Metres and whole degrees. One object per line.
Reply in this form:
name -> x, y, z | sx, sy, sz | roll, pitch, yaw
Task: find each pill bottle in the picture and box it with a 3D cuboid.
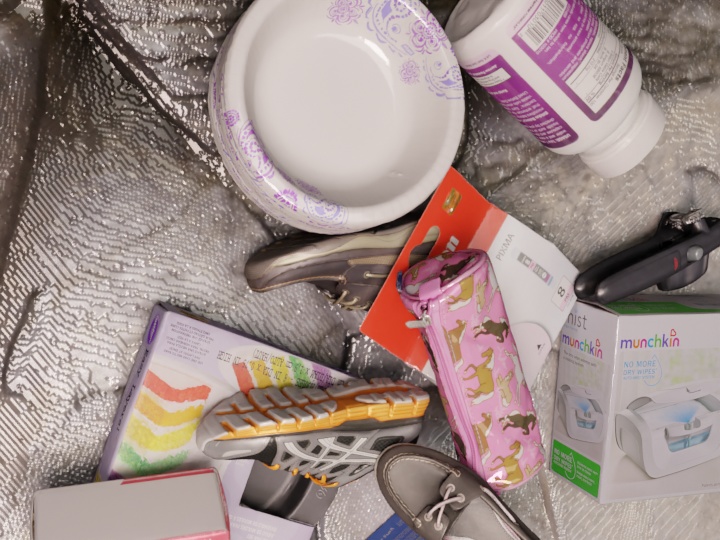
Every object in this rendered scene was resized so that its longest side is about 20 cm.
pill bottle -> 0.176, -0.175, 0.959 | 0.199, 0.112, 0.113 | 39, 80, -22

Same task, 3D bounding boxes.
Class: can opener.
can opener -> 0.281, -0.008, 1.028 | 0.198, 0.063, 0.080 | -19, 101, -38

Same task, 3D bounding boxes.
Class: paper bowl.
paper bowl -> -0.024, -0.130, 0.872 | 0.197, 0.104, 0.205 | 2, 84, -21

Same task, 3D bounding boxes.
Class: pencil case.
pencil case -> 0.093, 0.085, 0.891 | 0.085, 0.083, 0.203 | -23, 110, -10

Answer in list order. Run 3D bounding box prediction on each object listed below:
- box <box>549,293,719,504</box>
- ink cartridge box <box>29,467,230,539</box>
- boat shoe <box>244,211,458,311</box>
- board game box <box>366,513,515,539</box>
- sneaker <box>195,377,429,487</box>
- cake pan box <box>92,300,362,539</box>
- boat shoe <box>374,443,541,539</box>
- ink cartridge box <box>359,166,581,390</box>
box -> 0.293, 0.116, 1.046 | 0.197, 0.096, 0.180 | 1, 100, -23
ink cartridge box -> -0.172, 0.266, 0.835 | 0.143, 0.085, 0.203 | -5, 117, -14
boat shoe -> 0.000, 0.000, 0.923 | 0.197, 0.074, 0.075 | -12, 100, -20
board game box -> 0.038, 0.271, 0.933 | 0.199, 0.134, 0.045 | -39, 108, -14
sneaker -> -0.035, 0.137, 0.870 | 0.197, 0.078, 0.079 | -1, 105, -22
cake pan box -> -0.109, 0.147, 0.905 | 0.198, 0.052, 0.187 | 23, 88, -24
boat shoe -> 0.096, 0.207, 0.850 | 0.199, 0.057, 0.067 | 41, 84, -5
ink cartridge box -> 0.106, 0.031, 0.949 | 0.200, 0.057, 0.164 | 38, 79, -49
